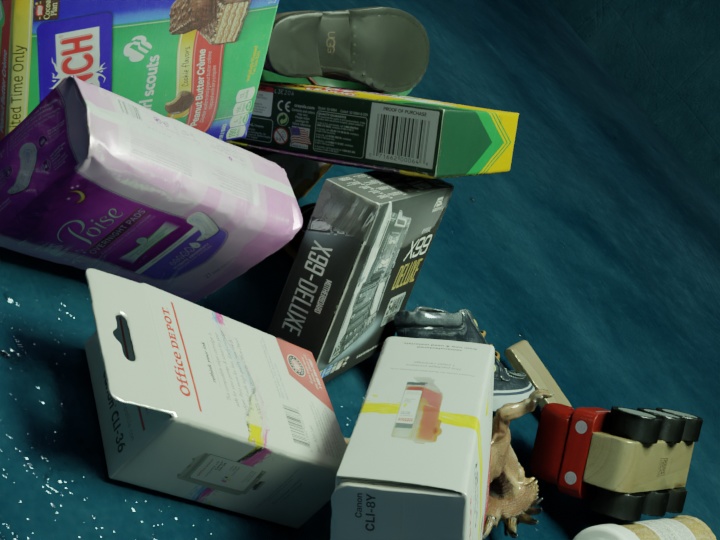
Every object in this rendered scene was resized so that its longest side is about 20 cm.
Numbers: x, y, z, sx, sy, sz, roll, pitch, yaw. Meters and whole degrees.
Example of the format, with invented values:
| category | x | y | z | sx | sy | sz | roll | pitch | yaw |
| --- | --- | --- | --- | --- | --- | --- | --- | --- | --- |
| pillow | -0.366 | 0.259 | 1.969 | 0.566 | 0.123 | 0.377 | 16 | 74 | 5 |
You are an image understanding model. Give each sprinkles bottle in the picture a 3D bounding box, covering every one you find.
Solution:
| category | x | y | z | sx | sy | sz | roll | pitch | yaw |
| --- | --- | --- | --- | --- | --- | --- | --- | --- | --- |
| sprinkles bottle | 0.260 | 0.260 | 1.133 | 0.200 | 0.068 | 0.068 | 10 | 41 | -53 |

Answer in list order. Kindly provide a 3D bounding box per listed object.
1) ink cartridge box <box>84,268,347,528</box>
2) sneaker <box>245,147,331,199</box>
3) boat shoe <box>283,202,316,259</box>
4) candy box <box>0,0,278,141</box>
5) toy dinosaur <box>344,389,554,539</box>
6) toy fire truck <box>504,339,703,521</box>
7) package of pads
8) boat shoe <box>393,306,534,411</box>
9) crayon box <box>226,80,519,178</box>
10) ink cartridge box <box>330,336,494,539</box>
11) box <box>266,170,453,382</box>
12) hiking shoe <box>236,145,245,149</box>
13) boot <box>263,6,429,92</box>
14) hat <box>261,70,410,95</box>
| category | x | y | z | sx | sy | sz | roll | pitch | yaw |
| --- | --- | --- | --- | --- | --- | --- | --- | --- | --- |
| ink cartridge box | -0.107 | 0.086 | 0.815 | 0.200 | 0.067 | 0.117 | 27 | 29 | -40 |
| sneaker | -0.072 | -0.114 | 1.193 | 0.088 | 0.076 | 0.200 | 43 | 22 | -1 |
| boat shoe | -0.006 | -0.047 | 1.199 | 0.070 | 0.070 | 0.200 | 51 | 25 | 12 |
| candy box | -0.169 | -0.162 | 0.898 | 0.200 | 0.169 | 0.077 | -13 | 54 | -28 |
| toy dinosaur | 0.079 | 0.161 | 0.998 | 0.200 | 0.136 | 0.086 | -3 | 9 | -33 |
| toy fire truck | 0.210 | 0.148 | 1.207 | 0.200 | 0.129 | 0.176 | 13 | 2 | 34 |
| package of pads | -0.151 | -0.049 | 0.871 | 0.200 | 0.120 | 0.076 | 21 | 43 | -46 |
| boat shoe | 0.098 | 0.079 | 1.113 | 0.200 | 0.071 | 0.091 | 5 | 86 | -55 |
| crayon box | 0.010 | -0.122 | 1.052 | 0.200 | 0.058 | 0.173 | 12 | 12 | 25 |
| ink cartridge box | 0.040 | 0.152 | 0.834 | 0.083 | 0.145 | 0.200 | 5 | 23 | 10 |
| box | 0.000 | 0.000 | 1.001 | 0.050 | 0.158 | 0.200 | 26 | 15 | 15 |
| hiking shoe | -0.164 | -0.124 | 1.057 | 0.074 | 0.087 | 0.200 | -43 | 112 | -45 |
| boot | -0.060 | -0.201 | 1.070 | 0.200 | 0.069 | 0.174 | -1 | 14 | -40 |
| hat | -0.018 | -0.155 | 1.425 | 0.200 | 0.176 | 0.166 | -1 | 39 | -7 |
